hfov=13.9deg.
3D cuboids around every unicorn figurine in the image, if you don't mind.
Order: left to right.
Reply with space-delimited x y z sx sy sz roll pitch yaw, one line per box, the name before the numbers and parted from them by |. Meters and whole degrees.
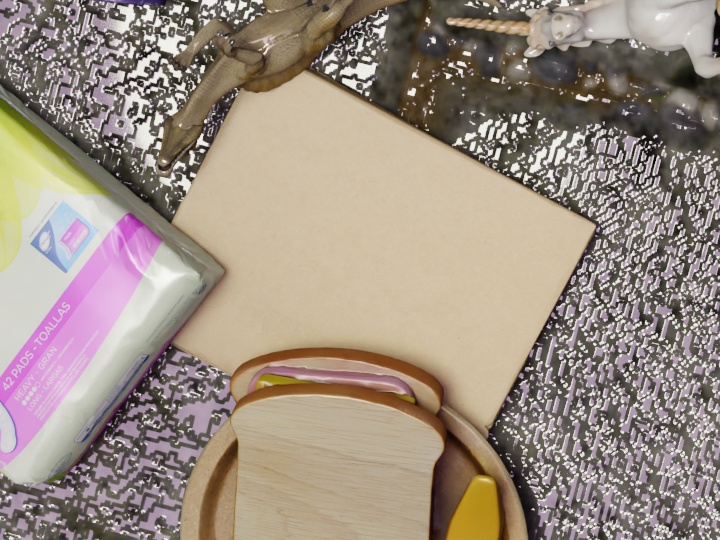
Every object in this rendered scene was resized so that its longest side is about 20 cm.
unicorn figurine | 0.165 -0.151 1.478 0.200 0.137 0.074 -42 117 -13

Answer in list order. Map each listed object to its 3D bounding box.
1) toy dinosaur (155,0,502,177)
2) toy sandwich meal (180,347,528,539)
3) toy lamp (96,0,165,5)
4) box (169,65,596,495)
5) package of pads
toy dinosaur | -0.030 -0.125 1.485 0.200 0.101 0.058 -29 66 -8
toy sandwich meal | -0.006 0.140 1.520 0.205 0.070 0.206 3 104 10
toy lamp | -0.114 -0.238 1.522 0.058 0.058 0.200 7 98 6
box | 0.000 0.000 1.546 0.200 0.021 0.164 28 97 3
package of pads | -0.195 -0.001 1.534 0.200 0.068 0.155 40 101 9
